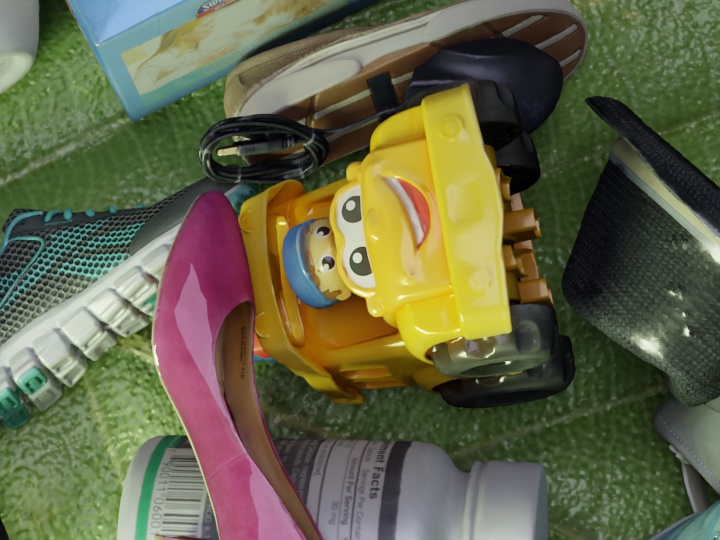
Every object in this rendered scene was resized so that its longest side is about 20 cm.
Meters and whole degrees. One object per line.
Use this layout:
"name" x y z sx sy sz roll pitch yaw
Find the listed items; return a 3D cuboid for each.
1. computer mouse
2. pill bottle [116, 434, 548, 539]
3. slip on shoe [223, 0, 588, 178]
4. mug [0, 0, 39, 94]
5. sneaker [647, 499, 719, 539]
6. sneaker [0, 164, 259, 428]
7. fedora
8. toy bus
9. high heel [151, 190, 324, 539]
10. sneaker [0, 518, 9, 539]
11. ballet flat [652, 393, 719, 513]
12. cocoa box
"computer mouse" 0.014 -0.075 0.963 0.199 0.059 0.034 -16 47 -10
"pill bottle" -0.011 0.139 0.909 0.199 0.113 0.114 1 77 10
"slip on shoe" 0.022 -0.110 1.002 0.199 0.076 0.061 -22 47 -4
"mug" -0.269 -0.158 0.992 0.199 0.147 0.176 -30 84 26
"sneaker" 0.169 0.145 0.885 0.200 0.082 0.074 -45 72 16
"sneaker" -0.146 -0.006 0.979 0.199 0.078 0.091 -35 75 -7
"fedora" 0.156 0.002 0.914 0.200 0.201 0.092 43 99 10
"toy bus" 0.000 0.000 0.914 0.191 0.200 0.137 -9 77 8
"high heel" -0.042 0.065 0.833 0.095 0.067 0.202 1 81 20
"sneaker" -0.219 0.087 0.913 0.073 0.112 0.201 -20 67 -37
"ballet flat" 0.217 0.143 0.946 0.064 0.067 0.201 -36 77 22
"cocoa box" -0.069 -0.192 0.985 0.199 0.133 0.132 -27 78 -4
